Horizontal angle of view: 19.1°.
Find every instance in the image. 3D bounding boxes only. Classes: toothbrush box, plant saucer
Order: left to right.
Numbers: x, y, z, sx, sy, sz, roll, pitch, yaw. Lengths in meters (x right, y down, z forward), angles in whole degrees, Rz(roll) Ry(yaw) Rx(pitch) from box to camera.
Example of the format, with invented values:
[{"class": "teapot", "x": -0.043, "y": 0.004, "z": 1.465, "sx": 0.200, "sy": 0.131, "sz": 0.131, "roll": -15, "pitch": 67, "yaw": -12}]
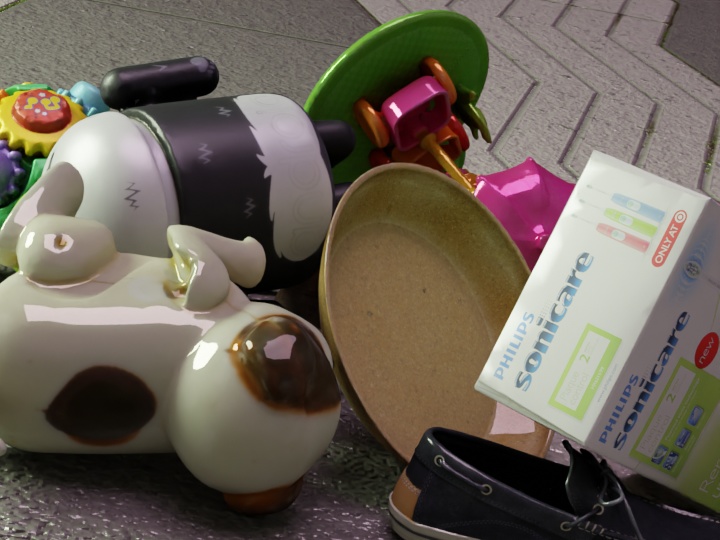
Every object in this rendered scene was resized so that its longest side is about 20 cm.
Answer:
[{"class": "plant saucer", "x": 0.038, "y": 0.037, "z": 1.231, "sx": 0.035, "sy": 0.201, "sz": 0.200, "roll": -23, "pitch": -7, "yaw": 38}, {"class": "toothbrush box", "x": 0.174, "y": 0.042, "z": 1.188, "sx": 0.086, "sy": 0.146, "sz": 0.200, "roll": 27, "pitch": -2, "yaw": 41}]

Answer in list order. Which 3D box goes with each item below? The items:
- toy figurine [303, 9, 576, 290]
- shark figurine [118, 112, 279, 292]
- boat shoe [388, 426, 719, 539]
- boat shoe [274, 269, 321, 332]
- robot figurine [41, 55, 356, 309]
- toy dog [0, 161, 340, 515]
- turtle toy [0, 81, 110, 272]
[{"class": "toy figurine", "x": 0.072, "y": -0.039, "z": 1.384, "sx": 0.150, "sy": 0.200, "sz": 0.184, "roll": -32, "pitch": 57, "yaw": -10}, {"class": "shark figurine", "x": -0.102, "y": -0.049, "z": 1.502, "sx": 0.128, "sy": 0.090, "sz": 0.215, "roll": 5, "pitch": 21, "yaw": -22}, {"class": "boat shoe", "x": 0.116, "y": 0.127, "z": 1.137, "sx": 0.199, "sy": 0.062, "sz": 0.075, "roll": 12, "pitch": 16, "yaw": -2}, {"class": "boat shoe", "x": 0.000, "y": 0.000, "z": 1.433, "sx": 0.072, "sy": 0.072, "sz": 0.200, "roll": 20, "pitch": 20, "yaw": 24}, {"class": "robot figurine", "x": -0.096, "y": -0.042, "z": 1.291, "sx": 0.200, "sy": 0.125, "sz": 0.150, "roll": -10, "pitch": 39, "yaw": -30}, {"class": "toy dog", "x": -0.105, "y": 0.046, "z": 1.130, "sx": 0.200, "sy": 0.140, "sz": 0.194, "roll": 17, "pitch": 23, "yaw": 13}, {"class": "turtle toy", "x": -0.207, "y": -0.055, "z": 1.392, "sx": 0.145, "sy": 0.101, "sz": 0.200, "roll": -3, "pitch": 45, "yaw": -18}]
